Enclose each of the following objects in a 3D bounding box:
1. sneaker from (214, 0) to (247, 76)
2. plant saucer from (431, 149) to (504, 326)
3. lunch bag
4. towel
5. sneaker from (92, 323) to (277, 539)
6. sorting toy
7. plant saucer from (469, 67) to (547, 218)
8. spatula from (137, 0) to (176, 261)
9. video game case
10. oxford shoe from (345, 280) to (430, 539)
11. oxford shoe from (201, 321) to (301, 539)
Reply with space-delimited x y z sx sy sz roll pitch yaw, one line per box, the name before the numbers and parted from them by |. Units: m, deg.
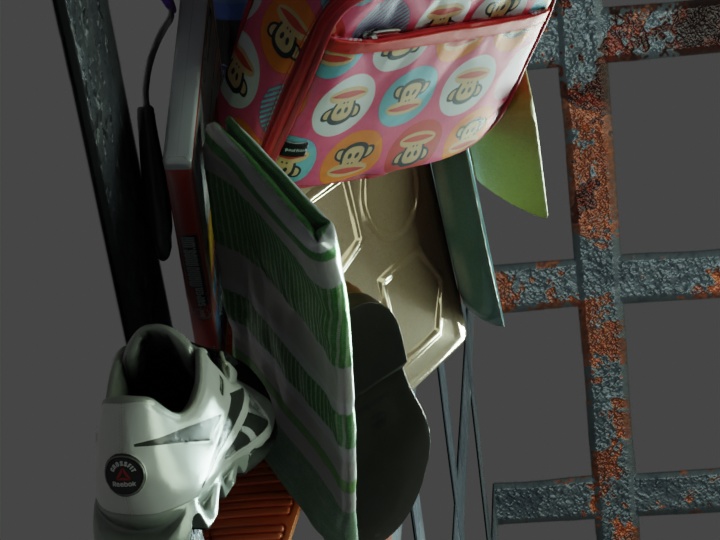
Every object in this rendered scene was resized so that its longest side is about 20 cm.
sneaker | -0.074 -0.185 1.206 0.201 0.069 0.079 -74 167 -59
plant saucer | 0.068 -0.057 1.250 0.200 0.027 0.202 -11 90 -85
lunch bag | 0.021 -0.141 1.036 0.082 0.199 0.177 48 -48 27
towel | -0.044 0.035 0.971 0.153 0.023 0.202 45 -36 49
sneaker | -0.088 0.063 0.908 0.200 0.073 0.089 -70 156 -73
sorting toy | 0.000 0.000 1.141 0.200 0.036 0.187 -43 126 -50
plant saucer | 0.084 -0.156 1.233 0.200 0.048 0.202 66 14 -69
spatula | -0.114 -0.106 0.993 0.057 0.020 0.202 42 48 -87
video game case | -0.093 -0.054 1.058 0.201 0.017 0.144 87 3 -53
oxford shoe | -0.007 0.080 1.046 0.071 0.071 0.201 40 -34 44
oxford shoe | -0.062 0.113 1.102 0.073 0.070 0.201 85 6 -49
